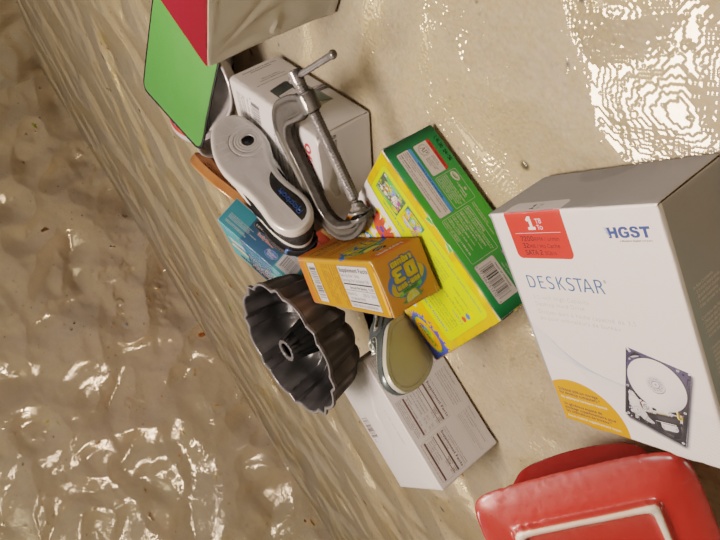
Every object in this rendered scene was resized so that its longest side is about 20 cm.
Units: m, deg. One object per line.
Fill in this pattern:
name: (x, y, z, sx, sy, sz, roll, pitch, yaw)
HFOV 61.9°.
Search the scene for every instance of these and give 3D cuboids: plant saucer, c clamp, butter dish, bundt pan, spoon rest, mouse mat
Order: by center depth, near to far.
butter dish: (0.236, 0.247, 0.589, 0.197, 0.148, 0.203, -23, 102, 22)
c clamp: (-0.040, -0.118, 0.646, 0.170, 0.027, 0.203, 10, 129, 55)
bundt pan: (-0.076, 0.092, 0.830, 0.200, 0.075, 0.205, 32, 138, 34)
mouse mat: (-0.255, -0.296, 0.851, 0.161, 0.007, 0.201, 46, 135, 17)
spoon rest: (-0.222, -0.236, 0.885, 0.100, 0.060, 0.201, 48, 150, 13)
plant saucer: (-0.197, -0.139, 1.019, 0.199, 0.033, 0.200, 36, -174, -5)

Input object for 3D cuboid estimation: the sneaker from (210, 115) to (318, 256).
sneaker: (-0.127, -0.097, 0.776, 0.201, 0.072, 0.112, 54, 165, 22)

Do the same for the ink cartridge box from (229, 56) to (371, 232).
ink cartridge box: (-0.074, -0.166, 0.784, 0.200, 0.083, 0.148, 41, 151, 35)

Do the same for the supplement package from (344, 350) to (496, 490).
supplement package: (0.074, 0.200, 0.883, 0.202, 0.110, 0.156, 58, 156, 5)

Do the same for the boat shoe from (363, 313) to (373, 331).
boat shoe: (0.002, -0.001, 0.830, 0.205, 0.074, 0.075, 63, 157, -2)

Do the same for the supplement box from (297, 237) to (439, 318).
supplement box: (0.001, 0.003, 0.670, 0.199, 0.066, 0.070, 8, 122, 61)

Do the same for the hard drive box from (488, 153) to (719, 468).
hard drive box: (0.205, 0.028, 0.459, 0.155, 0.076, 0.203, 3, 120, 62)

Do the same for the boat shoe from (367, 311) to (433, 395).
boat shoe: (0.044, 0.083, 0.724, 0.073, 0.201, 0.062, 41, 120, -17)

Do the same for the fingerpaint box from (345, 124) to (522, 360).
fingerpaint box: (0.081, -0.023, 0.654, 0.202, 0.073, 0.167, 56, 156, 10)

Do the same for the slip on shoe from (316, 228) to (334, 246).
slip on shoe: (-0.056, -0.015, 0.967, 0.074, 0.061, 0.200, 39, 166, 10)

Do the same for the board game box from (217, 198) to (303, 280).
board game box: (-0.146, -0.022, 0.971, 0.150, 0.047, 0.200, 41, 168, 4)

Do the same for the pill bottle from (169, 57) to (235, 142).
pill bottle: (-0.254, -0.308, 0.945, 0.112, 0.110, 0.201, 49, 152, 20)

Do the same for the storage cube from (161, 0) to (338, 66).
storage cube: (-0.120, -0.343, 0.561, 0.181, 0.169, 0.200, 55, 156, 8)

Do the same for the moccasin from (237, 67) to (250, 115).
moccasin: (-0.156, -0.210, 0.919, 0.203, 0.072, 0.078, 85, 159, -52)
